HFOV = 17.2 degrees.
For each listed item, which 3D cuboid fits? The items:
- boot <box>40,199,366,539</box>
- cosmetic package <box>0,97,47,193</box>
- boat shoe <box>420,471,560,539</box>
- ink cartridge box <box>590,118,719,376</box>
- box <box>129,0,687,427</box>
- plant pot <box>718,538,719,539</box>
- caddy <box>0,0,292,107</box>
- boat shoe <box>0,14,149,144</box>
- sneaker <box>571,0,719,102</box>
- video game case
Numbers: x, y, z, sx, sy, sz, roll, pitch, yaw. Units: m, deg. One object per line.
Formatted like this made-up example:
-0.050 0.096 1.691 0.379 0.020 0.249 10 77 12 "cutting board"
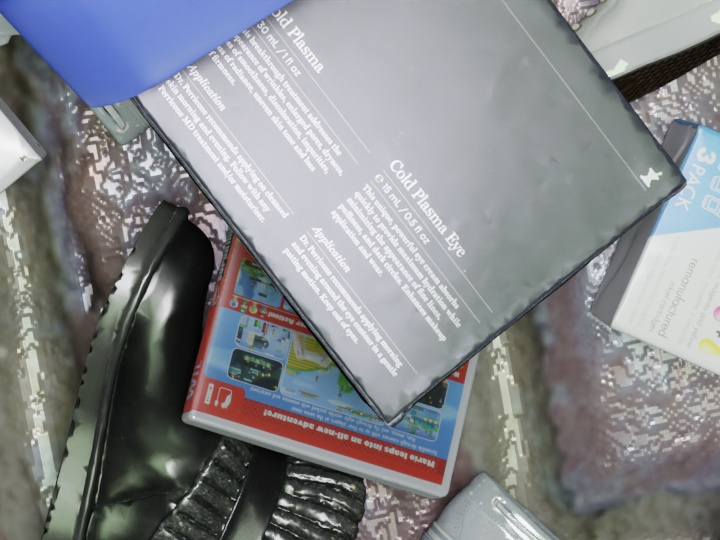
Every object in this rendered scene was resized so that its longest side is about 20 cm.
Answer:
-0.067 0.082 1.225 0.157 0.079 0.212 16 100 -3 "boot"
-0.253 -0.110 1.205 0.082 0.051 0.200 -40 98 -1 "cosmetic package"
0.127 0.178 1.256 0.200 0.070 0.072 35 93 -6 "boat shoe"
0.236 0.013 1.250 0.199 0.068 0.116 23 94 -7 "ink cartridge box"
0.019 -0.063 1.135 0.182 0.104 0.200 -38 95 -2 "box"
0.228 0.203 1.234 0.092 0.201 0.202 -22 99 35 "plant pot"
-0.086 -0.168 1.064 0.199 0.142 0.105 -30 116 15 "caddy"
-0.168 -0.137 1.175 0.201 0.070 0.072 42 90 -24 "boat shoe"
0.150 -0.143 1.235 0.199 0.073 0.085 -27 81 -5 "sneaker"
0.000 0.000 1.210 0.142 0.017 0.201 18 74 -18 "video game case"
